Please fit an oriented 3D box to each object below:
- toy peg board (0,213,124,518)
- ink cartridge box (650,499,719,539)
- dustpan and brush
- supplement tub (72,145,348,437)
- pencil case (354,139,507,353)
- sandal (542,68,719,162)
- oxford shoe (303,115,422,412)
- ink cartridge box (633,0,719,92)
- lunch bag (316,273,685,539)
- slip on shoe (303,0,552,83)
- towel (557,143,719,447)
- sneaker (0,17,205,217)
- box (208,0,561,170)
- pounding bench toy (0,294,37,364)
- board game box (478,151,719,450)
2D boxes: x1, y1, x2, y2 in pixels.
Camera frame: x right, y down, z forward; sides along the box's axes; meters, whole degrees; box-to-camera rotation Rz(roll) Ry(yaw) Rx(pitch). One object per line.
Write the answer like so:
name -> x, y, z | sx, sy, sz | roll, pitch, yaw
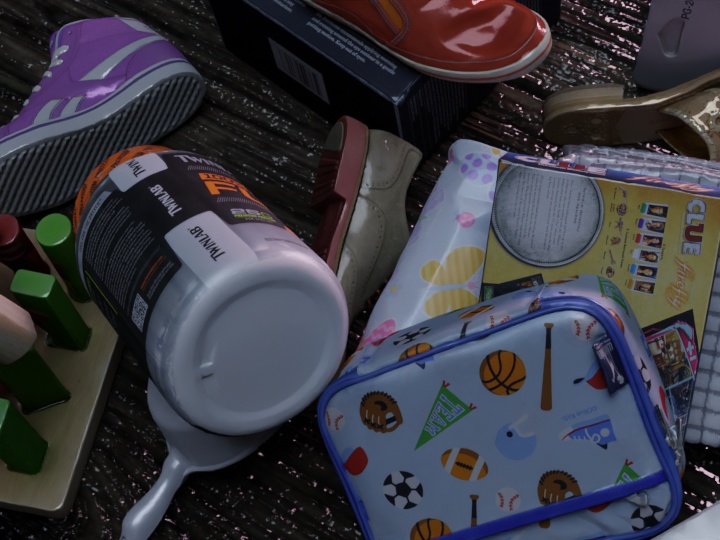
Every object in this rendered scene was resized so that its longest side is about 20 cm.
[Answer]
toy peg board -> -0.273, 0.042, 0.972 | 0.197, 0.098, 0.201 | 9, 63, 12
ink cartridge box -> 0.148, 0.212, 0.815 | 0.199, 0.116, 0.068 | -28, 65, -6
dustpan and brush -> -0.108, 0.100, 0.940 | 0.200, 0.057, 0.139 | -50, 41, -15
supplement tub -> -0.101, 0.003, 0.885 | 0.122, 0.123, 0.200 | -35, 40, -11
pencil case -> 0.056, 0.016, 0.929 | 0.083, 0.091, 0.201 | 26, 82, 0
sandal -> 0.232, -0.093, 0.992 | 0.210, 0.078, 0.070 | -5, 64, 15
oxford shoe -> 0.000, 0.000, 0.967 | 0.074, 0.070, 0.202 | 14, 84, -19
ink cartridge box -> 0.270, -0.234, 1.016 | 0.083, 0.146, 0.201 | 20, 66, 12
lunch bag -> 0.086, 0.099, 0.821 | 0.199, 0.076, 0.161 | -19, 99, 19
slip on shoe -> 0.035, -0.183, 0.953 | 0.199, 0.061, 0.074 | 28, 68, 18
towel -> 0.211, 0.015, 0.888 | 0.198, 0.086, 0.167 | 10, 106, 13
sneaker -> -0.227, -0.121, 1.072 | 0.200, 0.073, 0.114 | -31, 59, -21
box -> 0.017, -0.205, 1.059 | 0.200, 0.104, 0.182 | 37, 74, 23
pounding bench toy -> -0.284, -0.003, 0.884 | 0.198, 0.124, 0.157 | -12, 56, 19
board game box -> 0.135, 0.041, 0.852 | 0.134, 0.035, 0.202 | 11, 105, 13
